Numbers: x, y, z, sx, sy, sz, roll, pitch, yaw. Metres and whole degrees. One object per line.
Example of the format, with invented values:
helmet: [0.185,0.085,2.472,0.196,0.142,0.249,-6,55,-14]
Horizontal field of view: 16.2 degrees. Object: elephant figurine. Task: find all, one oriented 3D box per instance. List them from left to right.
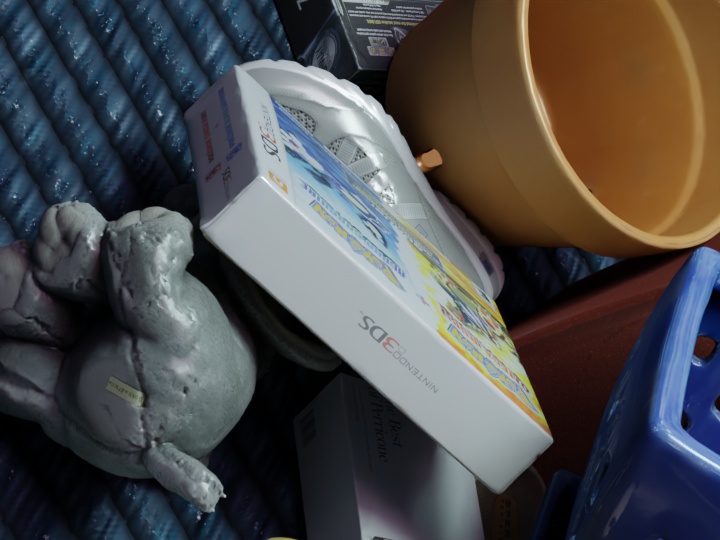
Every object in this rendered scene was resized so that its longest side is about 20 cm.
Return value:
elephant figurine: [-0.078,0.029,1.229,0.200,0.141,0.156,2,90,-61]

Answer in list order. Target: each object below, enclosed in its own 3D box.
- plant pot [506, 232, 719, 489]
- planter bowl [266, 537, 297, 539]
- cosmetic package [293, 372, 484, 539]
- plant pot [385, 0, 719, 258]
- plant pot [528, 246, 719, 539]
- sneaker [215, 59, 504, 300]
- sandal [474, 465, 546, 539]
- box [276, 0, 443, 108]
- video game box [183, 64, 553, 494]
plant pot: [0.187,0.081,1.401,0.200,0.176,0.200,-29,86,-50]
planter bowl: [0.009,0.212,1.092,0.200,0.084,0.200,40,8,-7]
cosmetic package: [0.021,0.151,1.264,0.082,0.051,0.201,21,42,-30]
plant pot: [0.109,-0.096,1.428,0.200,0.140,0.201,14,69,-41]
plant pot: [0.184,0.140,1.211,0.200,0.180,0.200,32,27,-3]
sneaker: [-0.004,-0.033,1.373,0.200,0.075,0.082,42,45,-12]
sandal: [0.082,0.188,1.304,0.080,0.054,0.201,12,69,-33]
box: [0.031,-0.176,1.532,0.200,0.043,0.161,-2,65,-45]
video game box: [0.000,0.000,1.252,0.200,0.047,0.182,42,13,-19]
